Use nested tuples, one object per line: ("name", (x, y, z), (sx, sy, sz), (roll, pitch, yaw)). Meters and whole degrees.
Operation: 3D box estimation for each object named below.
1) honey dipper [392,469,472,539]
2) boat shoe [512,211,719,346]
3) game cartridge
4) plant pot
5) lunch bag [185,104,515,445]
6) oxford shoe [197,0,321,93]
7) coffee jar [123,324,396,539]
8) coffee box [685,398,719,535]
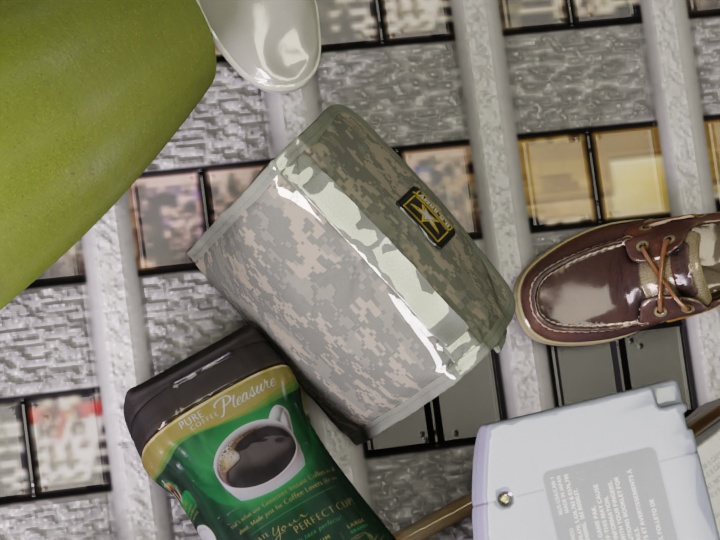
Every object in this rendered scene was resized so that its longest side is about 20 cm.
("honey dipper", (0.029, 0.161, 1.717), (0.199, 0.038, 0.038), (-28, 89, -11))
("boat shoe", (0.192, -0.003, 1.754), (0.199, 0.072, 0.073), (-11, 85, -14))
("game cartridge", (0.132, 0.170, 1.536), (0.132, 0.042, 0.201), (-12, 84, -8))
("plant pot", (-0.188, -0.099, 1.639), (0.200, 0.187, 0.188), (-34, 91, -27))
("lunch bag", (0.000, 0.000, 1.644), (0.118, 0.200, 0.164), (-42, 92, -14))
("oxford shoe", (-0.072, -0.205, 1.729), (0.075, 0.058, 0.201), (-14, 88, -17))
("coffee jar", (-0.052, 0.135, 1.651), (0.104, 0.085, 0.201), (-28, 73, -15))
("coffee box", (0.207, 0.204, 1.665), (0.199, 0.198, 0.200), (-35, 89, -14))
